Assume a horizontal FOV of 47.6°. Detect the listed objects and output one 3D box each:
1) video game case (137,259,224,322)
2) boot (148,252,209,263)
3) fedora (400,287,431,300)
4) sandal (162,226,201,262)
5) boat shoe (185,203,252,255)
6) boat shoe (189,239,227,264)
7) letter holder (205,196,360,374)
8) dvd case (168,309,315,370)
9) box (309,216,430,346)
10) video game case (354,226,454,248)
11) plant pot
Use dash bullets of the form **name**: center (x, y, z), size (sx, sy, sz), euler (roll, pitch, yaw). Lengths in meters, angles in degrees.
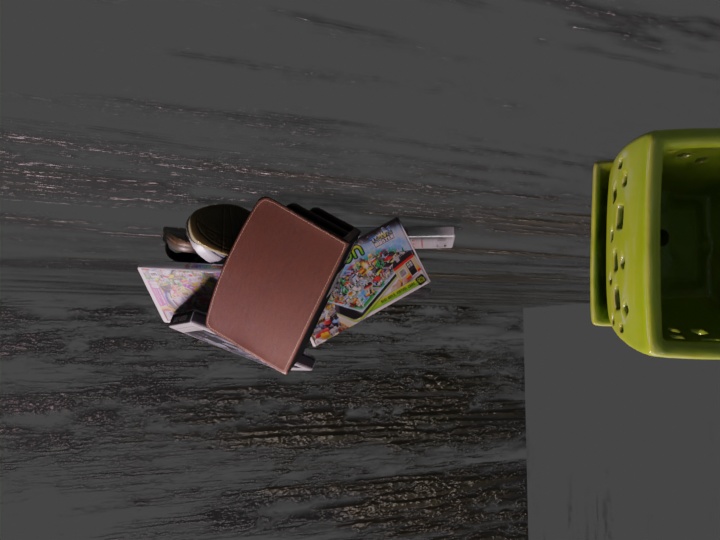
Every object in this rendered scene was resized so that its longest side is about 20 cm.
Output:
- **video game case**: center (-0.220, 0.038, 1.227), size (0.195, 0.018, 0.144), euler (3, 143, 8)
- **boot**: center (-0.255, 0.022, 1.295), size (0.130, 0.071, 0.199), euler (-15, -159, -30)
- **fedora**: center (0.046, 0.013, 1.689), size (0.196, 0.094, 0.201), euler (-3, 174, 0)
- **sandal**: center (-0.269, -0.036, 1.273), size (0.080, 0.056, 0.200), euler (6, -174, -15)
- **boat shoe**: center (-0.163, -0.050, 1.144), size (0.198, 0.073, 0.065), euler (-1, 172, -43)
- **boat shoe**: center (-0.182, -0.052, 1.224), size (0.061, 0.073, 0.199), euler (-27, 169, 21)
- **letter holder**: center (-0.109, 0.009, 1.111), size (0.140, 0.203, 0.101), euler (27, -166, 3)
- **dvd case**: center (-0.181, 0.108, 1.233), size (0.197, 0.025, 0.150), euler (25, 164, -21)
- **box**: center (-0.007, 0.016, 1.208), size (0.198, 0.112, 0.035), euler (-29, 180, -10)
- **video game case**: center (0.053, -0.053, 1.325), size (0.195, 0.018, 0.143), euler (-1, 175, 5)
- **plant pot**: center (0.331, -0.026, 0.804), size (0.194, 0.205, 0.181), euler (0, -178, -7)
